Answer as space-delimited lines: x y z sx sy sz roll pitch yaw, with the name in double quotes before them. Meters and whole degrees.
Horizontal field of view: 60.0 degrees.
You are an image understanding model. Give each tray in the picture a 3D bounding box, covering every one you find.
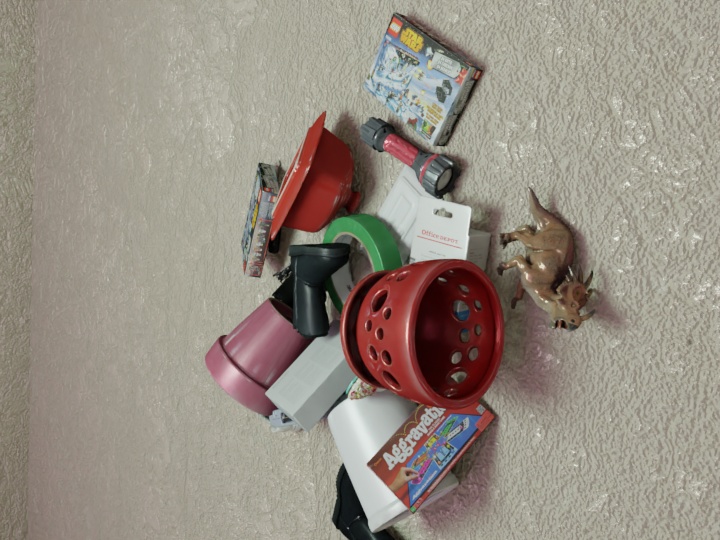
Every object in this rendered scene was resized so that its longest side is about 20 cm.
"tray" 0.063 -0.082 1.121 0.108 0.022 0.202 50 127 29

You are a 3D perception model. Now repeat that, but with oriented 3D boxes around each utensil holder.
"utensil holder" 0.052 0.313 1.075 0.170 0.168 0.203 -47 59 37

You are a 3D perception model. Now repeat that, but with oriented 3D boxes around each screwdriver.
"screwdriver" -0.189 -0.139 1.374 0.028 0.028 0.205 1 94 16

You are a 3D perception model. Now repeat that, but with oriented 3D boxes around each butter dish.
"butter dish" -0.068 -0.156 1.173 0.201 0.145 0.202 -56 16 39

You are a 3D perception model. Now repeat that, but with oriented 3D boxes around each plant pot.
"plant pot" 0.084 0.088 0.908 0.181 0.197 0.206 -4 92 54
"plant pot" -0.193 0.166 1.292 0.200 0.199 0.180 41 94 35

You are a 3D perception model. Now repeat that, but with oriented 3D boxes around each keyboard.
"keyboard" -0.116 0.014 1.318 0.105 0.040 0.200 50 129 1

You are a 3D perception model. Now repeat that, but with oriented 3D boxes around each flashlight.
"flashlight" 0.077 -0.198 1.057 0.199 0.068 0.068 40 155 30

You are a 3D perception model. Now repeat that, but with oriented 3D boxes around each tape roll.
"tape roll" 0.000 0.000 1.150 0.199 0.047 0.205 24 121 48

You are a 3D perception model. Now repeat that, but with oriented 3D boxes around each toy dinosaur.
"toy dinosaur" 0.270 -0.012 0.879 0.133 0.085 0.205 0 78 35

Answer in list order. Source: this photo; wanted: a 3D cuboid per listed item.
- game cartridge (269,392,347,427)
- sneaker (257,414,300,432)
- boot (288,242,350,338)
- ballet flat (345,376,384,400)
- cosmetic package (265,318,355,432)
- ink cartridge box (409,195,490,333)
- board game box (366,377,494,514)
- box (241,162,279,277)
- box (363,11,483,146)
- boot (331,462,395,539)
"game cartridge" -0.069 0.265 1.213 0.198 0.132 0.042 -22 82 42
"sneaker" -0.208 0.285 1.399 0.200 0.080 0.076 41 123 37
"boot" -0.073 0.037 1.138 0.199 0.075 0.173 2 98 61
"ballet flat" 0.054 0.150 1.045 0.063 0.200 0.076 33 144 14
"cosmetic package" -0.071 0.186 1.149 0.052 0.200 0.150 51 163 -23
"ink cartridge box" 0.142 -0.012 1.014 0.115 0.066 0.205 19 108 43
"board game box" 0.112 0.271 0.991 0.103 0.200 0.020 39 160 21
"box" -0.217 -0.108 1.338 0.138 0.039 0.203 -112 34 -55
"box" 0.099 -0.321 1.046 0.200 0.039 0.139 48 127 31
"boot" 0.022 0.467 1.179 0.167 0.075 0.204 36 126 41
